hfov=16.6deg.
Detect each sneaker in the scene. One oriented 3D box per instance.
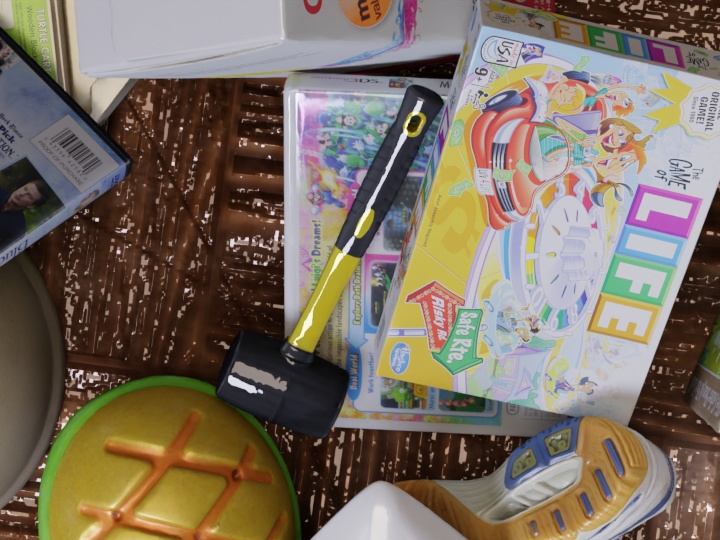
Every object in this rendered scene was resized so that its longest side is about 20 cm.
[{"bbox_3d":[0.073,0.139,1.281,0.199,0.088,0.076,-21,69,26],"label":"sneaker"}]

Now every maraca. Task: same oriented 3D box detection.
[{"bbox_3d":[-0.091,0.153,1.273,0.137,0.107,0.201,-18,95,-14],"label":"maraca"}]

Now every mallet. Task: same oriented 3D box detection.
[{"bbox_3d":[0.000,0.000,1.235,0.066,0.041,0.200,29,115,-12],"label":"mallet"}]

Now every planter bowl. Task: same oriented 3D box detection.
[{"bbox_3d":[-0.262,0.053,1.269,0.199,0.135,0.201,0,91,4],"label":"planter bowl"}]

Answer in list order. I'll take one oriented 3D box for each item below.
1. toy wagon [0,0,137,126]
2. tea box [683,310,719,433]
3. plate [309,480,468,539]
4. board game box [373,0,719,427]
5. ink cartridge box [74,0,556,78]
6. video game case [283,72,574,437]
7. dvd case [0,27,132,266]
[{"bbox_3d":[-0.171,-0.130,1.310,0.199,0.040,0.156,-6,90,3],"label":"toy wagon"},{"bbox_3d":[0.261,0.009,1.204,0.133,0.200,0.197,23,91,2],"label":"tea box"},{"bbox_3d":[0.015,0.227,1.246,0.200,0.032,0.200,38,108,-22],"label":"plate"},{"bbox_3d":[0.095,-0.025,1.205,0.134,0.034,0.201,12,120,-7],"label":"board game box"},{"bbox_3d":[-0.025,-0.172,1.200,0.144,0.200,0.146,-4,92,44],"label":"ink cartridge box"},{"bbox_3d":[0.052,-0.004,1.260,0.181,0.024,0.201,3,121,4],"label":"video game case"},{"bbox_3d":[-0.232,-0.047,1.222,0.143,0.018,0.200,44,60,14],"label":"dvd case"}]
